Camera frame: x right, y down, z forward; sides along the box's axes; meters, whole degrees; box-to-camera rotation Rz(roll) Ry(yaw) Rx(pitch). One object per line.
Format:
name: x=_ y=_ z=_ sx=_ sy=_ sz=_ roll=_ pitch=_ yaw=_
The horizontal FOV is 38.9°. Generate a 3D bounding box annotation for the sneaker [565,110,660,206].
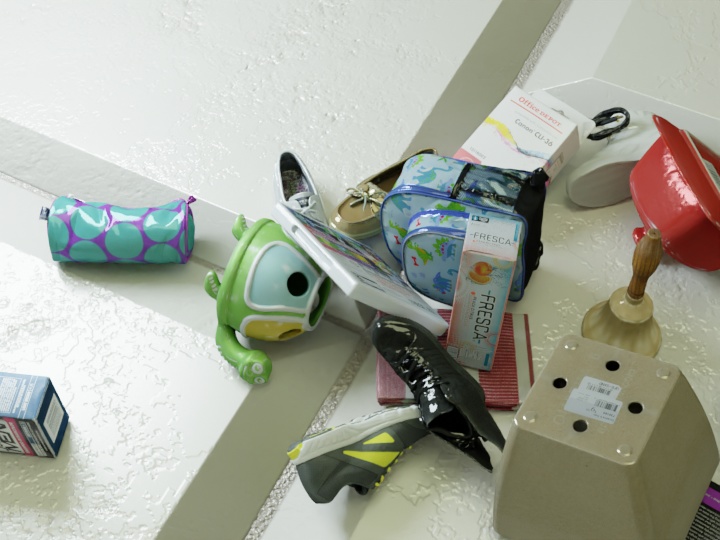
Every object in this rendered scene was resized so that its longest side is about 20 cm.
sneaker: x=0.367 y=-0.165 z=1.472 sx=0.198 sy=0.074 sz=0.116 roll=-20 pitch=41 yaw=-10

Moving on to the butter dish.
butter dish: x=0.429 y=-0.075 z=1.357 sx=0.198 sy=0.147 sz=0.202 roll=23 pitch=40 yaw=-40

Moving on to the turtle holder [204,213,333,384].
turtle holder: x=-0.115 y=0.031 z=1.270 sx=0.130 sy=0.142 sz=0.186 roll=20 pitch=54 yaw=14

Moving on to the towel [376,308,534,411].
towel: x=0.118 y=0.110 z=1.286 sx=0.197 sy=0.023 sz=0.145 roll=3 pitch=51 yaw=0

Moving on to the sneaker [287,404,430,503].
sneaker: x=0.012 y=0.213 z=1.188 sx=0.198 sy=0.074 sz=0.086 roll=-14 pitch=85 yaw=-22

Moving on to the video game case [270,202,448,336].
video game case: x=0.000 y=0.000 z=1.261 sx=0.023 sy=0.199 sz=0.182 roll=-53 pitch=50 yaw=10

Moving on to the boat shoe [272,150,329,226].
boat shoe: x=-0.078 y=-0.082 z=1.400 sx=0.071 sy=0.069 sz=0.202 roll=-8 pitch=53 yaw=-7

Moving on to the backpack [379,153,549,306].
backpack: x=0.124 y=-0.050 z=1.305 sx=0.198 sy=0.184 sz=0.148 roll=18 pitch=53 yaw=20

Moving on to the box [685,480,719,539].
box: x=0.339 y=0.310 z=1.124 sx=0.142 sy=0.036 sz=0.200 roll=28 pitch=57 yaw=21

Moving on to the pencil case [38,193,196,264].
pencil case: x=-0.322 y=-0.056 z=1.370 sx=0.197 sy=0.085 sz=0.094 roll=2 pitch=81 yaw=1

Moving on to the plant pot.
plant pot: x=0.260 y=0.188 z=1.097 sx=0.198 sy=0.178 sz=0.200 roll=17 pitch=51 yaw=31

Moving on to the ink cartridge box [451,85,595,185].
ink cartridge box: x=0.227 y=-0.174 z=1.431 sx=0.116 sy=0.068 sz=0.200 roll=37 pitch=82 yaw=26

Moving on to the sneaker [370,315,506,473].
sneaker: x=0.088 y=0.138 z=1.165 sx=0.199 sy=0.060 sz=0.104 roll=40 pitch=24 yaw=-6

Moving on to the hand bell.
hand bell: x=0.338 y=0.020 z=1.240 sx=0.103 sy=0.201 sz=0.105 roll=0 pitch=52 yaw=0

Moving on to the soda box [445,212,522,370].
soda box: x=0.143 y=0.029 z=1.209 sx=0.063 sy=0.201 sz=0.069 roll=11 pitch=48 yaw=6

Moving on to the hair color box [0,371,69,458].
hair color box: x=-0.455 y=0.164 z=1.195 sx=0.197 sy=0.101 sz=0.061 roll=6 pitch=54 yaw=5

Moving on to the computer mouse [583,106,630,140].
computer mouse: x=0.292 y=-0.197 z=1.480 sx=0.197 sy=0.034 sz=0.059 roll=-9 pitch=58 yaw=17

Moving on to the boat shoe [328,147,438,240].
boat shoe: x=0.033 y=-0.110 z=1.409 sx=0.073 sy=0.063 sz=0.199 roll=37 pitch=52 yaw=21
